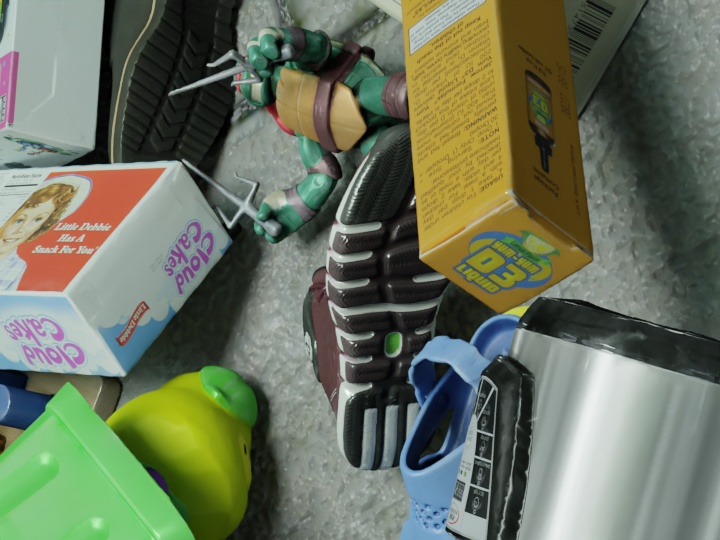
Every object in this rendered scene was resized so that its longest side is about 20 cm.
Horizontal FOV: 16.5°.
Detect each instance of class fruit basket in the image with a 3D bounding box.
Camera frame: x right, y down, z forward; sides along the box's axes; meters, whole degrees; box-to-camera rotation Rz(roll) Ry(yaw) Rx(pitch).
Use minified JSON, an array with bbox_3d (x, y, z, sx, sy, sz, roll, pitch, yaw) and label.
[{"bbox_3d":[-0.119,0.148,1.406,0.156,0.215,0.216,47,110,31],"label":"fruit basket"}]

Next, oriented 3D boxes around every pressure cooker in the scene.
[{"bbox_3d":[0.133,0.126,1.168,0.178,0.176,0.200,15,90,41],"label":"pressure cooker"}]

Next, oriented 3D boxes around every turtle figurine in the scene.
[{"bbox_3d":[-0.020,-0.088,1.402,0.200,0.150,0.101,18,53,31],"label":"turtle figurine"}]

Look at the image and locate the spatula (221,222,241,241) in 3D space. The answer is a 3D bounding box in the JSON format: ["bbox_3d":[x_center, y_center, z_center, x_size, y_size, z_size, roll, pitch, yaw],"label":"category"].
[{"bbox_3d":[-0.156,0.001,1.549,0.200,0.021,0.057,-16,30,27],"label":"spatula"}]

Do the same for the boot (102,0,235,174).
[{"bbox_3d":[-0.147,-0.138,1.566,0.138,0.077,0.200,-6,63,46],"label":"boot"}]

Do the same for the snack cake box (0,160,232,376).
[{"bbox_3d":[-0.186,-0.002,1.488,0.200,0.067,0.115,1,43,47],"label":"snack cake box"}]

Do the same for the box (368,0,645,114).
[{"bbox_3d":[0.057,-0.174,1.383,0.200,0.078,0.095,41,106,40],"label":"box"}]

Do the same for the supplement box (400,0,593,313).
[{"bbox_3d":[0.065,-0.080,1.217,0.069,0.067,0.200,-34,40,29],"label":"supplement box"}]

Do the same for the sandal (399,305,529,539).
[{"bbox_3d":[0.048,0.111,1.309,0.079,0.087,0.200,10,87,41],"label":"sandal"}]

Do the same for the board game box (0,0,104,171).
[{"bbox_3d":[-0.231,-0.133,1.593,0.200,0.064,0.148,-21,63,60],"label":"board game box"}]

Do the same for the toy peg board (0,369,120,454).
[{"bbox_3d":[-0.280,0.125,1.584,0.200,0.098,0.199,23,94,42],"label":"toy peg board"}]

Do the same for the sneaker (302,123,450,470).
[{"bbox_3d":[0.000,0.000,1.356,0.116,0.076,0.200,-129,42,-58],"label":"sneaker"}]
